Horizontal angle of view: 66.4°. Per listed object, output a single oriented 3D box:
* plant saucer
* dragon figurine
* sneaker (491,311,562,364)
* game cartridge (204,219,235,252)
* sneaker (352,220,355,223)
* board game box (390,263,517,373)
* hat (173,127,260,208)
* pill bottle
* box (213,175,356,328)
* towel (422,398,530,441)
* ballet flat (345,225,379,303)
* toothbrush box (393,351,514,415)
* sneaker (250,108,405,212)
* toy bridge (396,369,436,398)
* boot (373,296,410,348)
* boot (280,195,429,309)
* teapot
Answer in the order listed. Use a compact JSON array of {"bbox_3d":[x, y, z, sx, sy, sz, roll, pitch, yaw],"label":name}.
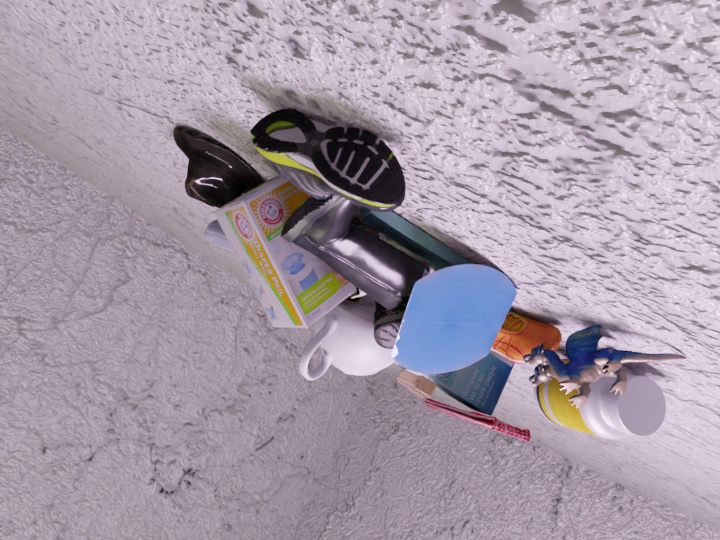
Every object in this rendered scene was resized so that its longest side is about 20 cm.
[{"bbox_3d":[0.088,-0.034,0.781,0.198,0.019,0.070,31,168,-9],"label":"plant saucer"},{"bbox_3d":[0.308,0.115,0.729,0.199,0.100,0.059,-32,115,26],"label":"dragon figurine"},{"bbox_3d":[0.224,0.094,0.869,0.077,0.073,0.199,49,157,-26],"label":"sneaker"},{"bbox_3d":[-0.174,-0.068,0.977,0.131,0.041,0.200,22,-161,3],"label":"game cartridge"},{"bbox_3d":[-0.082,-0.066,0.926,0.198,0.075,0.087,23,172,26],"label":"sneaker"},{"bbox_3d":[0.127,0.062,0.784,0.155,0.202,0.039,3,-144,-16],"label":"board game box"},{"bbox_3d":[-0.258,-0.153,0.952,0.199,0.082,0.201,29,168,7],"label":"hat"},{"bbox_3d":[0.366,0.198,0.854,0.110,0.112,0.200,30,168,-7],"label":"pill bottle"},{"bbox_3d":[-0.110,-0.029,0.812,0.101,0.112,0.202,-5,114,52],"label":"box"},{"bbox_3d":[0.218,0.272,1.011,0.143,0.023,0.199,10,166,39],"label":"towel"},{"bbox_3d":[0.000,0.000,0.867,0.201,0.069,0.066,104,148,-67],"label":"ballet flat"},{"bbox_3d":[0.182,0.158,1.044,0.198,0.148,0.085,31,168,-6],"label":"toothbrush box"},{"bbox_3d":[-0.029,-0.112,0.600,0.199,0.074,0.081,31,164,30],"label":"sneaker"},{"bbox_3d":[0.101,0.215,1.048,0.067,0.027,0.200,31,169,8],"label":"toy bridge"},{"bbox_3d":[0.110,0.039,0.880,0.155,0.200,0.074,-102,-1,-55],"label":"boot"},{"bbox_3d":[0.016,-0.036,0.732,0.199,0.066,0.164,36,142,-21],"label":"boot"},{"bbox_3d":[-0.007,0.121,0.991,0.197,0.148,0.198,16,-161,-11],"label":"teapot"}]
